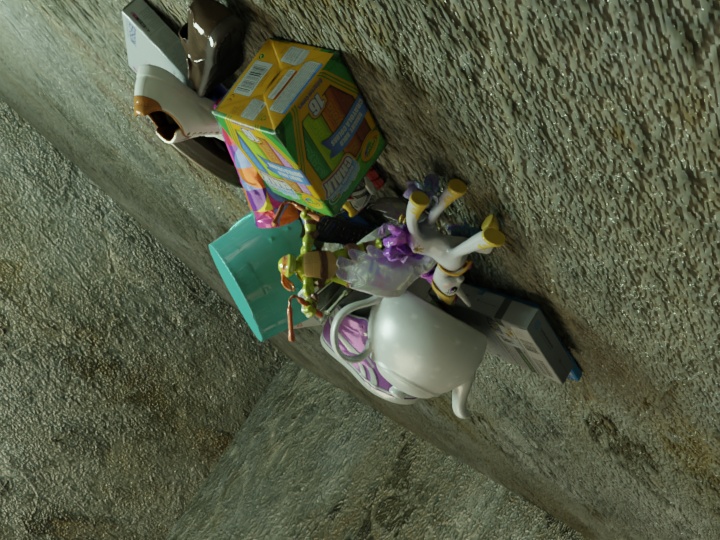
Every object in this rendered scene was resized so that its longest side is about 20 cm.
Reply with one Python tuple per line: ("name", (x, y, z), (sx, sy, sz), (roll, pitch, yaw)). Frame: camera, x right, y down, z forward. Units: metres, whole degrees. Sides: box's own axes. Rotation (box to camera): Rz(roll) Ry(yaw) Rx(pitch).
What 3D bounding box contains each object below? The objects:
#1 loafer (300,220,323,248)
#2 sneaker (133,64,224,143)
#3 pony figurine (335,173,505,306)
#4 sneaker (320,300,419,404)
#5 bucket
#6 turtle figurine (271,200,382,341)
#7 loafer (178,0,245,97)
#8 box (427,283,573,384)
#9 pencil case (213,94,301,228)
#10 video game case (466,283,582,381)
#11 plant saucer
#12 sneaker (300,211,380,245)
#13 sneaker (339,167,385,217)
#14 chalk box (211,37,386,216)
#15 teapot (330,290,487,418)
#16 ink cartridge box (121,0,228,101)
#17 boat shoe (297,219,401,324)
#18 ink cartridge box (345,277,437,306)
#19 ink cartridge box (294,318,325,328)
("loafer", (-0.135, -0.101, 1.296), (0.076, 0.067, 0.202), (18, 140, 59))
("sneaker", (-0.249, -0.212, 1.000), (0.072, 0.087, 0.199), (4, 169, 35))
("pony figurine", (0.083, -0.036, 0.900), (0.190, 0.168, 0.201), (26, 149, 4))
("sneaker", (0.029, 0.128, 1.125), (0.199, 0.073, 0.115), (34, 128, 7))
("bucket", (-0.147, 0.004, 1.125), (0.209, 0.133, 0.209), (54, 163, 24))
("turtle figurine", (-0.048, 0.004, 0.962), (0.157, 0.204, 0.065), (2, 156, -16))
("loafer", (-0.192, -0.289, 0.883), (0.071, 0.073, 0.200), (48, 160, -6))
("box", (0.216, 0.091, 1.076), (0.198, 0.041, 0.156), (19, 156, 48))
("pencil case", (-0.141, -0.161, 0.985), (0.087, 0.088, 0.204), (20, 134, 44))
("video game case", (0.262, 0.100, 1.113), (0.142, 0.018, 0.200), (19, 156, 48))
("plant saucer", (-0.272, -0.216, 1.210), (0.199, 0.030, 0.200), (37, -170, -8))
("sneaker", (-0.020, -0.073, 1.120), (0.198, 0.066, 0.079), (21, -150, -44))
("sneaker", (-0.054, -0.129, 1.008), (0.198, 0.083, 0.078), (19, 159, 52))
("chalk box", (-0.060, -0.159, 0.852), (0.123, 0.126, 0.201), (24, 162, 38))
("teapot", (0.080, 0.119, 1.030), (0.198, 0.148, 0.197), (30, -179, 27))
("ink cartridge box", (-0.280, -0.290, 1.065), (0.200, 0.043, 0.196), (47, 164, -6))
("boat shoe", (0.000, 0.000, 1.039), (0.064, 0.199, 0.071), (50, 172, 5))
("ink cartridge box", (0.057, 0.058, 1.195), (0.198, 0.147, 0.048), (34, 175, 4))
("ink cartridge box", (-0.049, 0.042, 1.303), (0.195, 0.085, 0.146), (-8, 161, 0))
